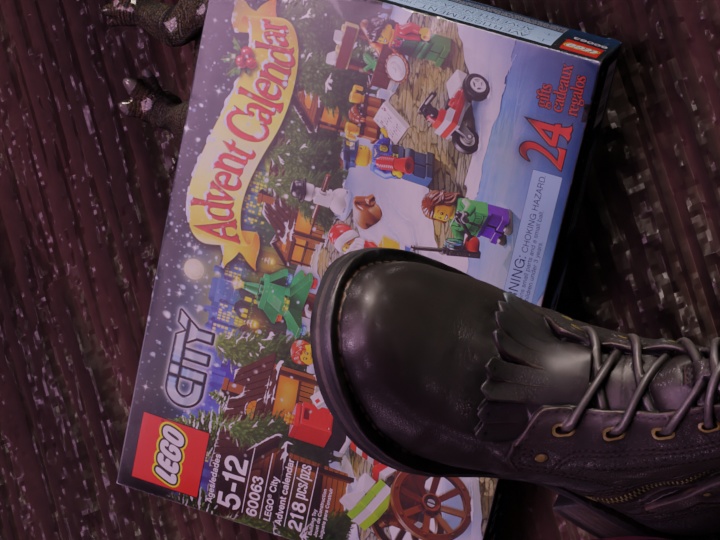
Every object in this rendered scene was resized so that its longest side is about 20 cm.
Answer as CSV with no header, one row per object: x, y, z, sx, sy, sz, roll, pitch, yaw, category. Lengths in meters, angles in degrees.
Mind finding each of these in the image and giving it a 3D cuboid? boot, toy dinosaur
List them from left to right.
-0.038,-0.064,0.957,0.102,0.077,0.200,17,102,45,toy dinosaur
0.105,0.032,0.783,0.174,0.200,0.069,-12,62,47,boot

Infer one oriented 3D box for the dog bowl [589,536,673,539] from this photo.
0.092,0.174,0.840,0.200,0.074,0.200,18,121,31,dog bowl

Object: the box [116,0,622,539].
0.000,0.000,0.912,0.136,0.038,0.200,16,110,12,box
